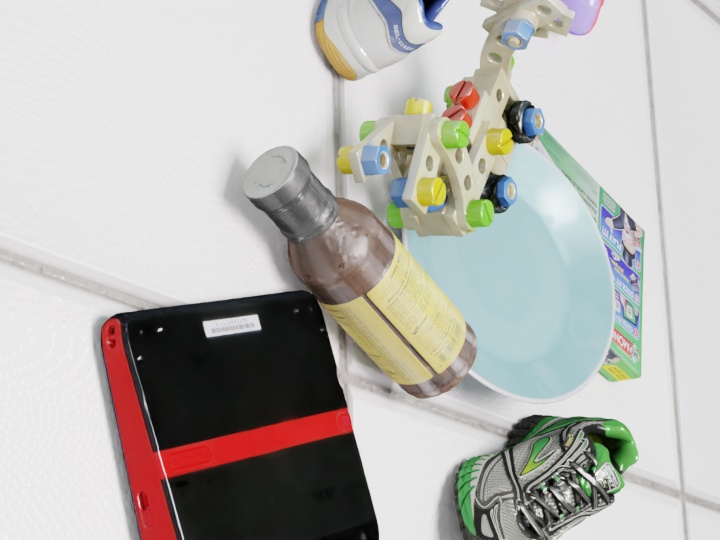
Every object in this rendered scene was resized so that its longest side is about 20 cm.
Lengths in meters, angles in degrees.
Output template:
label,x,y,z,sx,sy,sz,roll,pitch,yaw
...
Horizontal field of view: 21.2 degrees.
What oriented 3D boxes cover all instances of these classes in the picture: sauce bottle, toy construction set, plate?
label,x,y,z,sx,sy,sz,roll,pitch,yaw
sauce bottle,0.000,0.000,1.183,0.200,0.065,0.065,50,40,-38
toy construction set,0.069,-0.103,1.262,0.200,0.092,0.131,-55,135,-21
plate,0.099,-0.002,1.342,0.200,0.026,0.201,16,63,-35

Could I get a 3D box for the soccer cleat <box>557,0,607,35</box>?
label,x,y,z,sx,sy,sz,roll,pitch,yaw
soccer cleat,0.149,-0.286,1.542,0.076,0.067,0.200,-5,89,-27

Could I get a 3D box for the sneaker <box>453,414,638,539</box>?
label,x,y,z,sx,sy,sz,roll,pitch,yaw
sneaker,0.127,0.145,1.311,0.200,0.085,0.078,-40,113,-55

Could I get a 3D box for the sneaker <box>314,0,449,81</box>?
label,x,y,z,sx,sy,sz,roll,pitch,yaw
sneaker,0.037,-0.209,1.298,0.075,0.088,0.200,47,41,-36

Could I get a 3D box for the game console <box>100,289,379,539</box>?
label,x,y,z,sx,sy,sz,roll,pitch,yaw
game console,-0.064,0.104,1.084,0.200,0.031,0.177,-7,79,-59

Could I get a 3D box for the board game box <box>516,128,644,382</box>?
label,x,y,z,sx,sy,sz,roll,pitch,yaw
board game box,0.161,-0.016,1.478,0.200,0.029,0.135,39,48,-45
